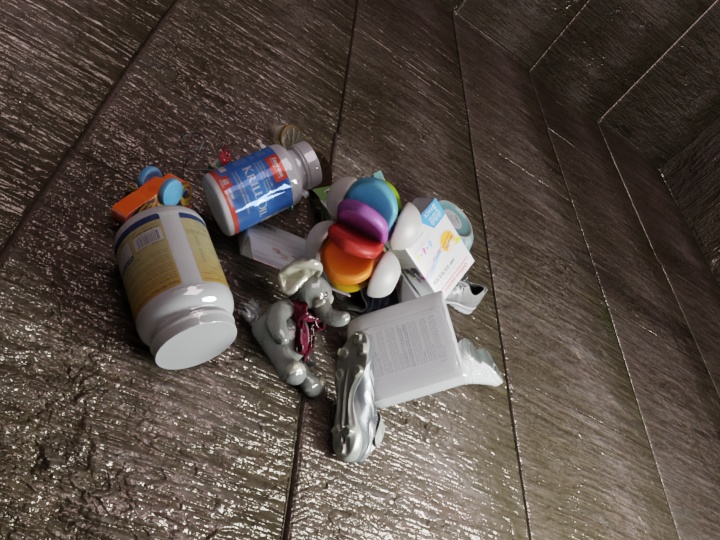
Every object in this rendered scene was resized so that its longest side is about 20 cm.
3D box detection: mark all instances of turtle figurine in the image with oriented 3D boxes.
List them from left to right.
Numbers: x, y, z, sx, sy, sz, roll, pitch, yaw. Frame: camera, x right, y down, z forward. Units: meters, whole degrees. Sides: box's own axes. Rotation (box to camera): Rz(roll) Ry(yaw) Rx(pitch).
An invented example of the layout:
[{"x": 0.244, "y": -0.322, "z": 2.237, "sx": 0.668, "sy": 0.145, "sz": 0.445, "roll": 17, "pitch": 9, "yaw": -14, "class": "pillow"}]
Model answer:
[{"x": -0.217, "y": -0.163, "z": 1.142, "sx": 0.197, "sy": 0.100, "sz": 0.153, "roll": -4, "pitch": 63, "yaw": -53, "class": "turtle figurine"}]

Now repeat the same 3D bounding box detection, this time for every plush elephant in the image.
[{"x": -0.090, "y": 0.078, "z": 0.963, "sx": 0.200, "sy": 0.154, "sz": 0.165, "roll": 46, "pitch": -5, "yaw": 28, "class": "plush elephant"}]

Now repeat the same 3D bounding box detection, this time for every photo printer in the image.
[{"x": 0.075, "y": 0.143, "z": 1.053, "sx": 0.070, "sy": 0.194, "sz": 0.171, "roll": 61, "pitch": 13, "yaw": -68, "class": "photo printer"}]

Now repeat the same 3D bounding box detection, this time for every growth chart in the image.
[{"x": -0.155, "y": -0.202, "z": 1.220, "sx": 0.145, "sy": 0.018, "sz": 0.200, "roll": 48, "pitch": 3, "yaw": 0, "class": "growth chart"}]

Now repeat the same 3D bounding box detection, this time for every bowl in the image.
[{"x": 0.196, "y": -0.091, "z": 1.439, "sx": 0.196, "sy": 0.105, "sz": 0.205, "roll": 24, "pitch": 42, "yaw": -23, "class": "bowl"}]

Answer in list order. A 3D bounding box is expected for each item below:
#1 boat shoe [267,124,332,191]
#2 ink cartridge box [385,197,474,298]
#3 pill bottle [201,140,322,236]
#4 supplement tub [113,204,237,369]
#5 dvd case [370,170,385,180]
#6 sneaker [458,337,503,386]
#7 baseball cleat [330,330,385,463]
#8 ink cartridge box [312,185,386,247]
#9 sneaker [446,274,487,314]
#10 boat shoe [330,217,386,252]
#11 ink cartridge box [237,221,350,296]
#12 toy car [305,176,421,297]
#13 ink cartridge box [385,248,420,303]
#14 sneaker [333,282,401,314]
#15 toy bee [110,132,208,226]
[{"x": -0.127, "y": -0.239, "z": 1.282, "sx": 0.064, "sy": 0.073, "sz": 0.200, "roll": 21, "pitch": -17, "yaw": 39, "class": "boat shoe"}, {"x": 0.142, "y": -0.024, "z": 1.148, "sx": 0.116, "sy": 0.067, "sz": 0.202, "roll": -47, "pitch": 117, "yaw": -19, "class": "ink cartridge box"}, {"x": -0.169, "y": -0.152, "z": 1.050, "sx": 0.196, "sy": 0.113, "sz": 0.114, "roll": -30, "pitch": 73, "yaw": -21, "class": "pill bottle"}, {"x": -0.269, "y": 0.024, "z": 0.875, "sx": 0.141, "sy": 0.145, "sz": 0.204, "roll": -3, "pitch": 56, "yaw": -42, "class": "supplement tub"}, {"x": 0.047, "y": -0.117, "z": 1.252, "sx": 0.022, "sy": 0.200, "sz": 0.150, "roll": -26, "pitch": 91, "yaw": -9, "class": "dvd case"}, {"x": 0.229, "y": 0.201, "z": 1.230, "sx": 0.199, "sy": 0.080, "sz": 0.072, "roll": 33, "pitch": 25, "yaw": -45, "class": "sneaker"}, {"x": 0.000, "y": 0.209, "z": 0.981, "sx": 0.105, "sy": 0.068, "sz": 0.207, "roll": 28, "pitch": 67, "yaw": -48, "class": "baseball cleat"}, {"x": -0.022, "y": -0.111, "z": 1.245, "sx": 0.101, "sy": 0.061, "sz": 0.201, "roll": -13, "pitch": 36, "yaw": -19, "class": "ink cartridge box"}, {"x": 0.202, "y": 0.031, "z": 1.337, "sx": 0.196, "sy": 0.082, "sz": 0.076, "roll": 18, "pitch": 39, "yaw": -38, "class": "sneaker"}, {"x": 0.008, "y": -0.060, "z": 1.111, "sx": 0.072, "sy": 0.063, "sz": 0.204, "roll": -29, "pitch": 87, "yaw": -21, "class": "boat shoe"}, {"x": -0.123, "y": -0.014, "z": 1.080, "sx": 0.195, "sy": 0.044, "sz": 0.175, "roll": 22, "pitch": 23, "yaw": -25, "class": "ink cartridge box"}, {"x": 0.001, "y": -0.066, "z": 0.996, "sx": 0.171, "sy": 0.205, "sz": 0.150, "roll": 25, "pitch": -6, "yaw": 11, "class": "toy car"}, {"x": 0.104, "y": 0.065, "z": 1.197, "sx": 0.203, "sy": 0.050, "sz": 0.161, "roll": 57, "pitch": 8, "yaw": 20, "class": "ink cartridge box"}, {"x": 0.001, "y": 0.000, "z": 1.199, "sx": 0.143, "sy": 0.077, "sz": 0.207, "roll": 4, "pitch": 53, "yaw": -43, "class": "sneaker"}, {"x": -0.322, "y": -0.121, "z": 1.011, "sx": 0.197, "sy": 0.110, "sz": 0.131, "roll": -32, "pitch": 60, "yaw": -20, "class": "toy bee"}]
